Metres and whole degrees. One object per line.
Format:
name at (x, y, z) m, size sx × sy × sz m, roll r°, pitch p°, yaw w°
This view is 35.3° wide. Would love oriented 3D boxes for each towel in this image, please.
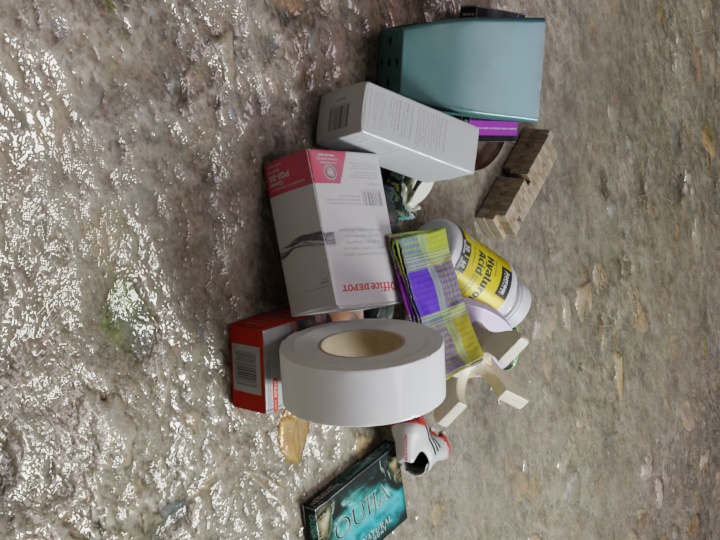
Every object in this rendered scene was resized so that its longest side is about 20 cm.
towel at (0.103, 0.042, 1.493) m, size 0.144 × 0.023 × 0.200 m, roll -10°, pitch 82°, yaw -56°

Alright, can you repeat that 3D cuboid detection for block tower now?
block tower at (0.262, -0.144, 1.876) m, size 0.200 × 0.054 × 0.058 m, roll -60°, pitch 139°, yaw -24°

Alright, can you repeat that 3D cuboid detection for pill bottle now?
pill bottle at (0.164, 0.013, 1.699) m, size 0.200 × 0.111 × 0.111 m, roll 31°, pitch 72°, yaw -36°

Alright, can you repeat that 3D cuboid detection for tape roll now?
tape roll at (0.002, 0.119, 1.363) m, size 0.202 × 0.202 × 0.071 m, roll -22°, pitch 113°, yaw -49°

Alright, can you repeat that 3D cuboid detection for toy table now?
toy table at (0.161, 0.126, 1.640) m, size 0.200 × 0.117 × 0.184 m, roll 15°, pitch 121°, yaw -27°

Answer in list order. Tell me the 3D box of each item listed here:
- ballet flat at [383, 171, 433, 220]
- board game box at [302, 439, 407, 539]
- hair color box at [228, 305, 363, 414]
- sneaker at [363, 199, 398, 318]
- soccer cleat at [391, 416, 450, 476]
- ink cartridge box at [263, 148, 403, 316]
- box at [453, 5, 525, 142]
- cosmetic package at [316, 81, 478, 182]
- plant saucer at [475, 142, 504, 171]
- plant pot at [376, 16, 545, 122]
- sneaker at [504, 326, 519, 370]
ballet flat at (0.088, -0.155, 1.633) m, size 0.074 × 0.074 × 0.200 m, roll 41°, pitch 65°, yaw -48°
board game box at (-0.005, 0.352, 1.652) m, size 0.200 × 0.028 × 0.135 m, roll -32°, pitch 122°, yaw -46°
hair color box at (-0.078, 0.105, 1.475) m, size 0.200 × 0.064 × 0.111 m, roll -18°, pitch 110°, yaw -51°
sneaker at (0.000, 0.000, 1.564) m, size 0.082 × 0.073 × 0.200 m, roll 0°, pitch 92°, yaw -36°
soccer cleat at (0.089, 0.271, 1.697) m, size 0.200 × 0.069 × 0.085 m, roll 55°, pitch 36°, yaw -62°
ink cartridge box at (-0.033, -0.046, 1.439) m, size 0.146 × 0.083 × 0.200 m, roll -3°, pitch 81°, yaw -53°
box at (0.196, -0.295, 1.721) m, size 0.143 × 0.036 × 0.200 m, roll -7°, pitch 105°, yaw -52°
cosmetic package at (0.051, -0.180, 1.506) m, size 0.200 × 0.102 × 0.074 m, roll 14°, pitch 78°, yaw -37°
plant saucer at (0.173, -0.254, 1.754) m, size 0.200 × 0.032 × 0.201 m, roll -13°, pitch 107°, yaw -51°
plant pot at (0.131, -0.282, 1.568) m, size 0.200 × 0.141 × 0.142 m, roll -1°, pitch 99°, yaw -21°
sneaker at (0.200, 0.077, 1.836) m, size 0.084 × 0.077 × 0.200 m, roll -34°, pitch 114°, yaw -36°
